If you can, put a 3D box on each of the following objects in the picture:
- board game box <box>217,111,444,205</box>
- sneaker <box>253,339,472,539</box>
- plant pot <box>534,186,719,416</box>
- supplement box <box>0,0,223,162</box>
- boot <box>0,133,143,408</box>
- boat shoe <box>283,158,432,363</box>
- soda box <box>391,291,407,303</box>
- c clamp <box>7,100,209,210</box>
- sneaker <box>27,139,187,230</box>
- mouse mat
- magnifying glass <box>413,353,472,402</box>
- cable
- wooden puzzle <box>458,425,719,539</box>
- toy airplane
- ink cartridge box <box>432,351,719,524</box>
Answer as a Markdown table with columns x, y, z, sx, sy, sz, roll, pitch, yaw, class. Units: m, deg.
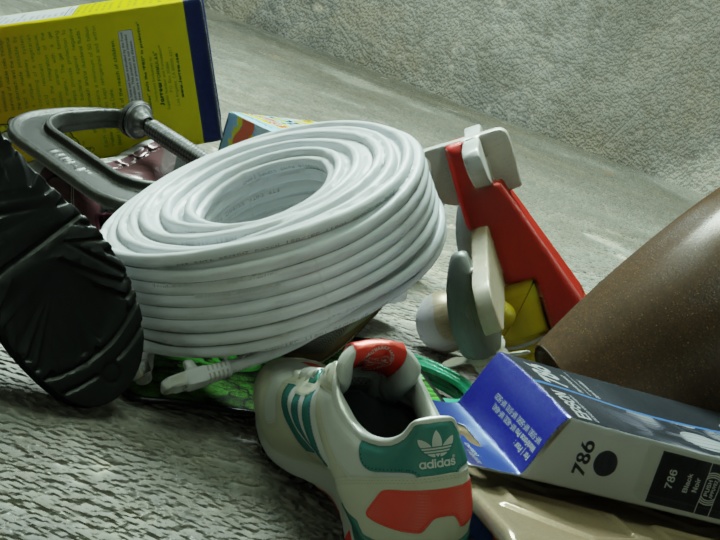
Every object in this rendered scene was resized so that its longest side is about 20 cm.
| x | y | z | sx | sy | sz | roll | pitch | yaw | class |
| --- | --- | --- | --- | --- | --- | --- | --- | --- | --- |
| -0.024 | -0.058 | 1.235 | 0.102 | 0.106 | 0.199 | 26 | 15 | 30 | board game box |
| 0.002 | 0.067 | 0.723 | 0.070 | 0.094 | 0.200 | -4 | 22 | -21 | sneaker |
| 0.213 | 0.047 | 0.908 | 0.198 | 0.188 | 0.187 | -24 | 21 | -6 | plant pot |
| -0.211 | -0.146 | 1.161 | 0.198 | 0.111 | 0.109 | -9 | 15 | -4 | supplement box |
| -0.211 | -0.013 | 0.788 | 0.162 | 0.073 | 0.199 | -7 | -57 | 54 | boot |
| 0.000 | 0.000 | 0.957 | 0.075 | 0.072 | 0.200 | 14 | 39 | 17 | boat shoe |
| -0.036 | -0.005 | 1.046 | 0.067 | 0.065 | 0.199 | 4 | 5 | 27 | soda box |
| -0.133 | -0.073 | 1.016 | 0.199 | 0.027 | 0.170 | 29 | 32 | 34 | c clamp |
| -0.142 | -0.034 | 1.047 | 0.115 | 0.076 | 0.199 | 25 | 24 | 28 | sneaker |
| -0.049 | 0.057 | 0.884 | 0.198 | 0.008 | 0.161 | 9 | 14 | -16 | mouse mat |
| 0.050 | 0.088 | 0.905 | 0.079 | 0.023 | 0.200 | 14 | 14 | -19 | magnifying glass |
| -0.052 | -0.021 | 0.852 | 0.198 | 0.070 | 0.200 | -19 | 24 | -7 | cable |
| 0.125 | 0.135 | 0.739 | 0.183 | 0.047 | 0.200 | 16 | 11 | -14 | wooden puzzle |
| 0.090 | -0.001 | 1.070 | 0.200 | 0.141 | 0.200 | 33 | 25 | -52 | toy airplane |
| 0.132 | 0.086 | 0.769 | 0.198 | 0.040 | 0.099 | 14 | 12 | -20 | ink cartridge box |
